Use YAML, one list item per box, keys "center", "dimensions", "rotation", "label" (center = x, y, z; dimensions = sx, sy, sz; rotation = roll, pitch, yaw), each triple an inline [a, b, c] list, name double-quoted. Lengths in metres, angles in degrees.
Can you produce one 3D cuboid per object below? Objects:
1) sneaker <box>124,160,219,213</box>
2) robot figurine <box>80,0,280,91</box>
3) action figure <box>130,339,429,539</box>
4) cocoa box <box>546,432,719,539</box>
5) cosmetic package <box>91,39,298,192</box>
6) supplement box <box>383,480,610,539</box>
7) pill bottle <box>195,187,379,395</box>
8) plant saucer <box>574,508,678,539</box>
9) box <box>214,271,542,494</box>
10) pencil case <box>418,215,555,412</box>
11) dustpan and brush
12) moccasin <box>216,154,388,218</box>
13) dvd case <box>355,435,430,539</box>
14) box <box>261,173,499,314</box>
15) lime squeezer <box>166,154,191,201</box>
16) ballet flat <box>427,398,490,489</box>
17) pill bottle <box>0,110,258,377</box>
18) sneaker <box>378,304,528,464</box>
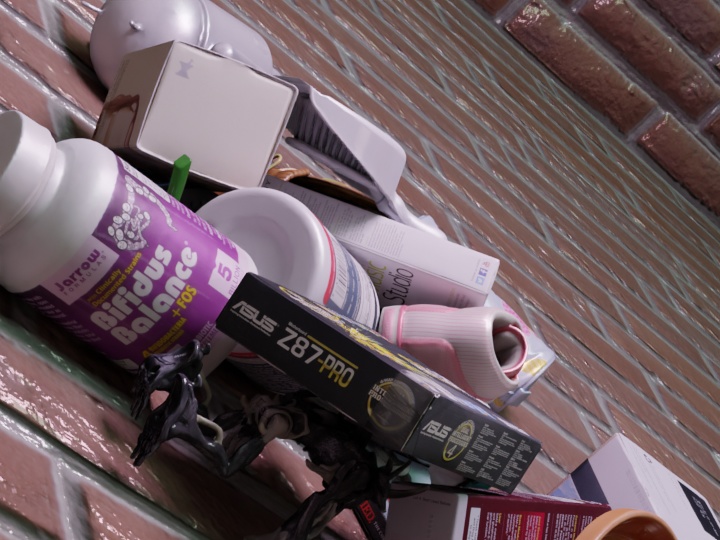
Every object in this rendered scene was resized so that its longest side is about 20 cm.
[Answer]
- center: [-0.163, -0.054, 1.574]
  dimensions: [0.082, 0.073, 0.200]
  rotation: [48, 13, 20]
  label: "sneaker"
- center: [-0.156, -0.183, 1.844]
  dimensions: [0.169, 0.113, 0.200]
  rotation: [9, -13, 39]
  label: "robot figurine"
- center: [-0.058, 0.122, 1.364]
  dimensions: [0.200, 0.102, 0.119]
  rotation: [27, 20, -28]
  label: "action figure"
- center: [0.232, 0.261, 1.734]
  dimensions: [0.133, 0.131, 0.200]
  rotation: [37, 18, -32]
  label: "cocoa box"
- center: [-0.130, -0.113, 1.601]
  dimensions: [0.103, 0.087, 0.200]
  rotation: [21, -4, -15]
  label: "cosmetic package"
- center: [0.093, 0.207, 1.477]
  dimensions: [0.061, 0.109, 0.200]
  rotation: [7, -4, 38]
  label: "supplement box"
- center: [-0.053, 0.027, 1.556]
  dimensions: [0.120, 0.120, 0.200]
  rotation: [54, 2, 25]
  label: "pill bottle"
- center: [0.176, 0.269, 1.520]
  dimensions: [0.032, 0.201, 0.200]
  rotation: [7, -13, 37]
  label: "plant saucer"
- center: [0.015, 0.076, 1.393]
  dimensions: [0.161, 0.049, 0.200]
  rotation: [35, 3, 28]
  label: "box"
- center: [0.094, 0.040, 2.014]
  dimensions: [0.200, 0.083, 0.091]
  rotation: [47, 9, -1]
  label: "pencil case"
- center: [0.006, -0.073, 1.613]
  dimensions: [0.200, 0.057, 0.140]
  rotation: [31, -4, -19]
  label: "dustpan and brush"
- center: [-0.062, -0.053, 1.715]
  dimensions: [0.201, 0.074, 0.078]
  rotation: [22, -29, 18]
  label: "moccasin"
- center: [0.050, 0.204, 1.598]
  dimensions: [0.146, 0.022, 0.200]
  rotation: [30, 22, -47]
  label: "dvd case"
- center: [0.000, 0.000, 1.657]
  dimensions: [0.200, 0.036, 0.144]
  rotation: [21, -25, 3]
  label: "box"
- center: [-0.137, -0.004, 1.544]
  dimensions: [0.038, 0.071, 0.200]
  rotation: [26, -26, 24]
  label: "lime squeezer"
- center: [0.078, 0.130, 1.564]
  dimensions: [0.069, 0.069, 0.200]
  rotation: [49, -12, 8]
  label: "ballet flat"
- center: [-0.170, -0.015, 1.376]
  dimensions: [0.200, 0.112, 0.112]
  rotation: [37, 18, -31]
  label: "pill bottle"
- center: [0.082, 0.089, 1.632]
  dimensions: [0.200, 0.104, 0.075]
  rotation: [68, 20, -56]
  label: "sneaker"
